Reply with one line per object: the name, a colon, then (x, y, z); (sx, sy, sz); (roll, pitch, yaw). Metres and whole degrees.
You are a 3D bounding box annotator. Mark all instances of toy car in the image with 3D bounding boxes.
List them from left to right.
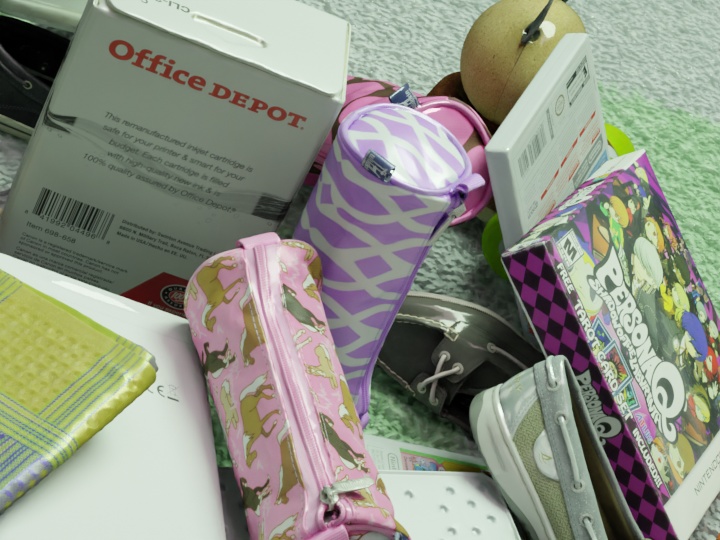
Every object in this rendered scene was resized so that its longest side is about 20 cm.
toy car: (0.125, -0.123, 1.299); (0.158, 0.200, 0.164); (30, 37, 13)

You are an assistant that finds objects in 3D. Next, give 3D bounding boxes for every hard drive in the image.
hard drive: (-0.131, 0.086, 0.961); (0.132, 0.027, 0.200); (22, 36, -29)

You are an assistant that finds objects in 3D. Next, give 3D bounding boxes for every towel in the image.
towel: (-0.202, 0.064, 0.896); (0.143, 0.023, 0.200); (30, 45, 16)

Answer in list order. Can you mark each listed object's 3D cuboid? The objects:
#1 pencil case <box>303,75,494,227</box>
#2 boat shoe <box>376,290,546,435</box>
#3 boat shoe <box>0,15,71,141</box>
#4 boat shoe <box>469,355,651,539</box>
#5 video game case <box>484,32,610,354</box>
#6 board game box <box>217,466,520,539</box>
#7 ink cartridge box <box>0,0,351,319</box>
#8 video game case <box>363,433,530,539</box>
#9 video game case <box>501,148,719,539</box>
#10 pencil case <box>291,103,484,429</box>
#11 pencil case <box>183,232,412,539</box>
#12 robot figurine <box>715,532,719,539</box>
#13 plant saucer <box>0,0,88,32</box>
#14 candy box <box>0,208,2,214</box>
pencil case: (0.004, -0.079, 1.211); (0.094, 0.091, 0.200); (-23, 16, -17)
boat shoe: (0.086, 0.075, 1.171); (0.200, 0.067, 0.057); (27, 33, -10)
boat shoe: (-0.157, -0.104, 1.215); (0.200, 0.062, 0.075); (20, 37, -15)
boat shoe: (0.137, 0.145, 1.085); (0.202, 0.065, 0.074); (60, 22, 3)
video game case: (0.128, -0.027, 1.216); (0.018, 0.200, 0.143); (4, 36, 27)
board game box: (0.009, 0.187, 0.990); (0.200, 0.026, 0.200); (4, 43, -26)
ink cartridge box: (-0.109, -0.071, 1.096); (0.144, 0.200, 0.084); (20, 39, -13)
video game case: (0.039, 0.176, 1.065); (0.182, 0.022, 0.200); (14, 40, -20)
video game case: (0.170, 0.045, 1.176); (0.181, 0.036, 0.200); (-37, 104, -56)
pencil case: (0.000, 0.000, 1.093); (0.085, 0.200, 0.084); (32, 38, 9)
pencil case: (-0.035, 0.077, 0.988); (0.083, 0.087, 0.200); (23, 36, -41)
robot figurine: (0.271, 0.207, 1.106); (0.116, 0.144, 0.200); (5, 23, 35)
plant saucer: (-0.128, -0.164, 1.226); (0.200, 0.050, 0.200); (14, 7, -2)
candy box: (-0.299, -0.009, 1.020); (0.115, 0.055, 0.200); (37, 39, 11)
